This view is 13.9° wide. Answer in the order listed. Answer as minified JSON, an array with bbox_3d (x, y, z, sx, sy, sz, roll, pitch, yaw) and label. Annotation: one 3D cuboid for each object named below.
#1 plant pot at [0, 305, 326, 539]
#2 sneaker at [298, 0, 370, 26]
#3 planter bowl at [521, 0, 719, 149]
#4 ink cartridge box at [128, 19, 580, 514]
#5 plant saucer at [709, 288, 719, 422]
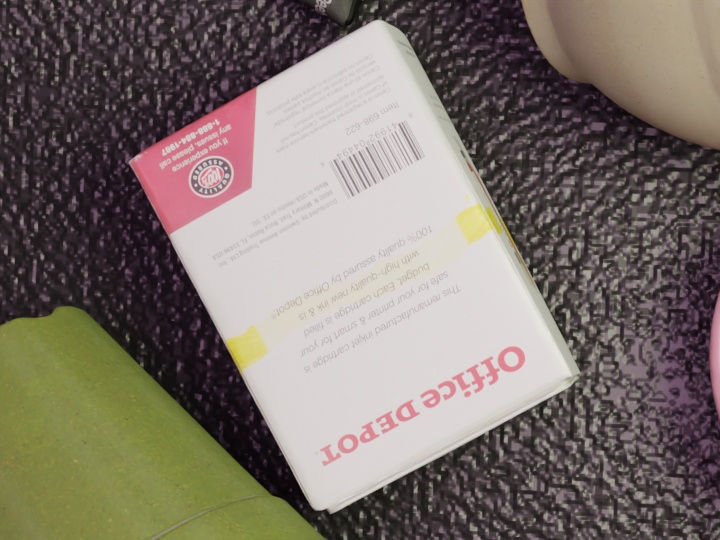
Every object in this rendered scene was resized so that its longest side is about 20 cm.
[{"bbox_3d":[-0.131,0.125,1.441,0.200,0.200,0.190,-39,71,6],"label":"plant pot"},{"bbox_3d":[-0.031,-0.166,1.477,0.199,0.066,0.091,-3,86,6],"label":"sneaker"},{"bbox_3d":[0.159,-0.150,1.401,0.134,0.200,0.201,0,89,36],"label":"planter bowl"},{"bbox_3d":[0.000,0.000,1.460,0.145,0.083,0.200,-28,85,7],"label":"ink cartridge box"},{"bbox_3d":[0.266,0.041,1.402,0.200,0.051,0.201,0,88,8],"label":"plant saucer"}]
